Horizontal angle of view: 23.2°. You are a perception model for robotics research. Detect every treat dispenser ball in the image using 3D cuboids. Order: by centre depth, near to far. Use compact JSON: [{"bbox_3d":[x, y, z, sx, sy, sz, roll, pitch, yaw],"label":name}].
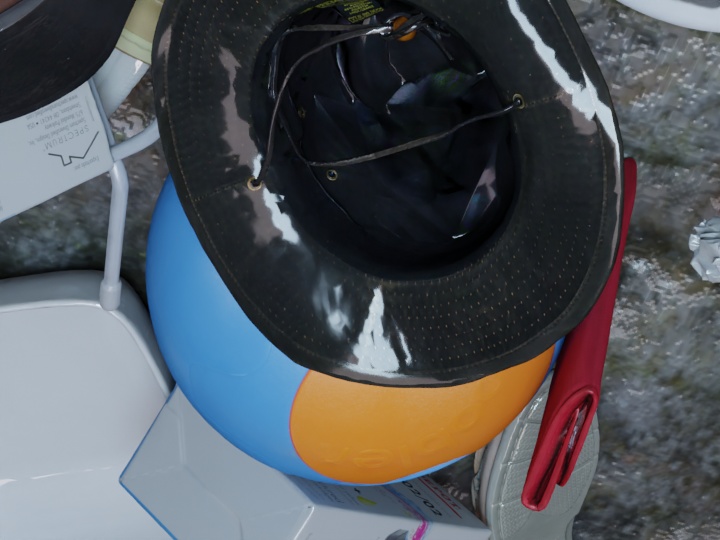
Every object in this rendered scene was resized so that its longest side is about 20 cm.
[{"bbox_3d":[0.000,0.000,0.820,0.201,0.201,0.201,2,125,3],"label":"treat dispenser ball"}]

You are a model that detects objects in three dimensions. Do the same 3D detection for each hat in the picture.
[{"bbox_3d":[0.017,-0.057,0.687,0.201,0.081,0.201,7,111,18],"label":"hat"}]

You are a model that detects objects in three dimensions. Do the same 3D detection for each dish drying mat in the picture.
[{"bbox_3d":[0.109,0.026,0.830,0.018,0.200,0.077,18,125,4],"label":"dish drying mat"}]

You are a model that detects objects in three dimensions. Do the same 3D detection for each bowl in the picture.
[{"bbox_3d":[-0.186,0.084,0.971,0.200,0.075,0.200,-11,123,11],"label":"bowl"}]

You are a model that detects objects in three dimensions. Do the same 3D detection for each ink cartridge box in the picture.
[{"bbox_3d":[-0.014,0.127,0.929,0.200,0.115,0.068,19,106,-52],"label":"ink cartridge box"}]

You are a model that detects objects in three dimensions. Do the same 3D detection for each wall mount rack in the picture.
[{"bbox_3d":[-0.166,-0.032,0.766,0.075,0.200,0.174,11,123,52],"label":"wall mount rack"}]

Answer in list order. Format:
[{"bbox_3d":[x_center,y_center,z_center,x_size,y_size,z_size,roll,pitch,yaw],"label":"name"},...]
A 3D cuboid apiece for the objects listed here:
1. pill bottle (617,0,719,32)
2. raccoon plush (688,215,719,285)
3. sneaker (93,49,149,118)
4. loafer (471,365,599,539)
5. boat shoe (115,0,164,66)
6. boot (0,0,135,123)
[{"bbox_3d":[0.162,-0.209,0.715,0.114,0.114,0.200,13,125,-4],"label":"pill bottle"},{"bbox_3d":[0.253,-0.003,0.853,0.200,0.097,0.134,-15,125,-1],"label":"raccoon plush"},{"bbox_3d":[-0.159,-0.103,0.840,0.088,0.075,0.200,38,121,-18],"label":"sneaker"},{"bbox_3d":[0.088,0.129,0.989,0.072,0.063,0.200,-18,126,-25],"label":"loafer"},{"bbox_3d":[-0.106,-0.156,0.742,0.200,0.073,0.063,41,136,13],"label":"boat shoe"},{"bbox_3d":[-0.151,-0.174,0.696,0.188,0.200,0.068,-39,157,20],"label":"boot"}]
